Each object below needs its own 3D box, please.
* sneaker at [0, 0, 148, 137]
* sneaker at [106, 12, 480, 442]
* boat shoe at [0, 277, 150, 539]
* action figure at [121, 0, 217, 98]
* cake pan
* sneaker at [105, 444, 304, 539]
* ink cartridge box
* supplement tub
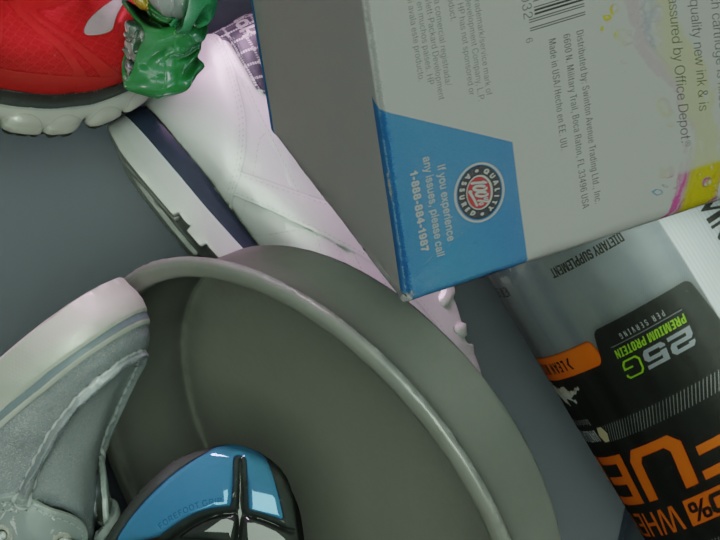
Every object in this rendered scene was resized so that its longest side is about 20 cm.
[{"bbox_3d":[-0.137,-0.097,0.946,0.200,0.077,0.085,-3,127,-38],"label":"sneaker"},{"bbox_3d":[0.000,0.000,1.011,0.080,0.076,0.200,-41,93,-9],"label":"sneaker"},{"bbox_3d":[-0.114,0.086,0.975,0.072,0.070,0.201,46,125,12],"label":"boat shoe"},{"bbox_3d":[-0.066,-0.153,0.931,0.055,0.118,0.200,-2,108,-5],"label":"action figure"},{"bbox_3d":[-0.009,0.075,0.965,0.037,0.200,0.200,-37,92,-35],"label":"cake pan"},{"bbox_3d":[-0.059,0.143,0.982,0.073,0.082,0.200,16,113,8],"label":"sneaker"},{"bbox_3d":[0.076,-0.099,0.900,0.200,0.125,0.129,-17,122,-15],"label":"ink cartridge box"},{"bbox_3d":[0.140,0.045,0.986,0.122,0.123,0.200,-32,91,0],"label":"supplement tub"}]
